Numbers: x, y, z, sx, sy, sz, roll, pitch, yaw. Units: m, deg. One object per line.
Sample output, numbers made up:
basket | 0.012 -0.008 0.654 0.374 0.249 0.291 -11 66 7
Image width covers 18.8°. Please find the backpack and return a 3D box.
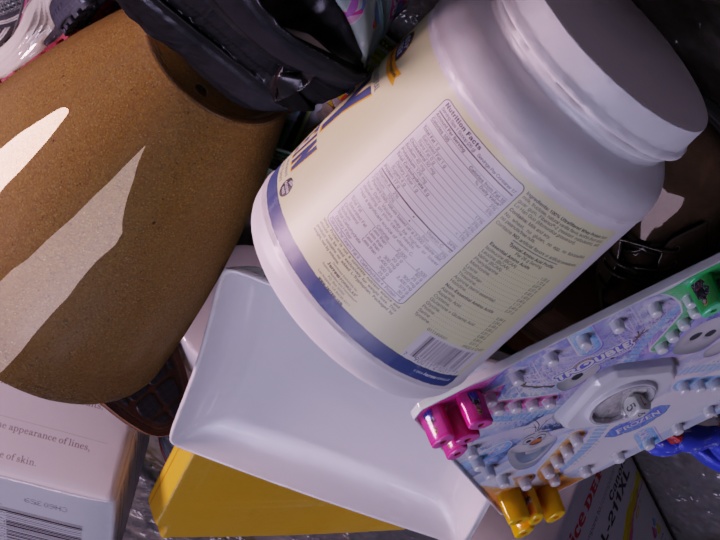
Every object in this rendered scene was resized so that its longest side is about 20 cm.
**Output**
backpack | -0.059 -0.173 1.054 0.166 0.127 0.200 -3 139 51

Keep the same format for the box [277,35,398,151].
box | -0.065 -0.110 1.254 0.110 0.035 0.200 38 149 -18

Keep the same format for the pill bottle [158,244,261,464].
pill bottle | -0.081 0.072 1.482 0.113 0.114 0.200 23 150 7

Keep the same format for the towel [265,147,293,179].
towel | 0.000 0.000 1.277 0.152 0.023 0.200 22 157 48

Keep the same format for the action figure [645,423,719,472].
action figure | 0.241 0.117 1.360 0.199 0.052 0.065 30 157 -17

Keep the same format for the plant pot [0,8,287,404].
plant pot | -0.131 -0.058 1.190 0.186 0.187 0.200 34 129 -14

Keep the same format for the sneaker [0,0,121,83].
sneaker | -0.171 -0.165 1.225 0.075 0.080 0.200 59 147 0

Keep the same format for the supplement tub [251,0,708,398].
supplement tub | 0.058 -0.049 1.070 0.145 0.145 0.200 37 116 -19

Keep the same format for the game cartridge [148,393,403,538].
game cartridge | -0.027 0.115 1.436 0.199 0.033 0.177 3 139 -27

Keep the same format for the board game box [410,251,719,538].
board game box | 0.147 0.075 1.218 0.199 0.026 0.200 -26 152 7

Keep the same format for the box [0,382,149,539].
box | -0.250 0.112 1.508 0.199 0.131 0.199 14 153 -1

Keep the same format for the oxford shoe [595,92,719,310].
oxford shoe | 0.163 -0.022 1.162 0.072 0.085 0.200 18 149 18

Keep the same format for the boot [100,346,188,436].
boot | -0.187 0.023 1.408 0.200 0.075 0.097 54 161 -10

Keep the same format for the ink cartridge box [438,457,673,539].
ink cartridge box | 0.138 0.202 1.478 0.082 0.146 0.200 5 145 31

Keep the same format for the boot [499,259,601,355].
boot | 0.050 -0.004 1.300 0.200 0.074 0.155 39 156 -10

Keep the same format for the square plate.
square plate | -0.002 0.078 1.283 0.199 0.029 0.198 20 143 -2
